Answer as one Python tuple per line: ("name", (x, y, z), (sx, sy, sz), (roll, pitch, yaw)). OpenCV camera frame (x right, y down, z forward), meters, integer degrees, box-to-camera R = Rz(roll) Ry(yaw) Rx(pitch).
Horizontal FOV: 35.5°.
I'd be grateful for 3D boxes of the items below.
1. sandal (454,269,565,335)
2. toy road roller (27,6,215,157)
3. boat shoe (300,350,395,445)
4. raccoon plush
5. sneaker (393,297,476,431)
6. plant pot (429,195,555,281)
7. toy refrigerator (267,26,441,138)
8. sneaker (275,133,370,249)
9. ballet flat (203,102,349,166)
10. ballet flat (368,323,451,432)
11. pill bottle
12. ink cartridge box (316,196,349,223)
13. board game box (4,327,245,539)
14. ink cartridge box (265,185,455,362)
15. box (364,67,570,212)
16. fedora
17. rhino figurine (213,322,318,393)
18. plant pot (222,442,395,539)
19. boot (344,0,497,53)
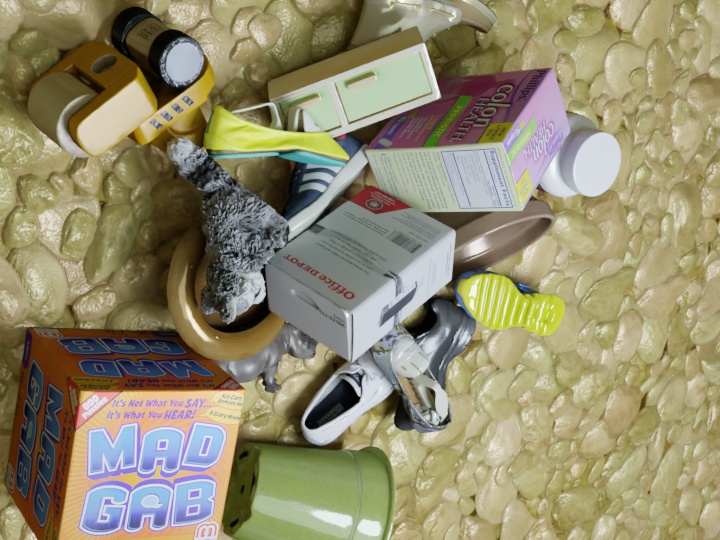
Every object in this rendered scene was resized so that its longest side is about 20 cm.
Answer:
("sandal", (0.206, 0.045, 1.648), (0.198, 0.087, 0.081), (20, 95, -39))
("toy road roller", (-0.250, -0.180, 1.245), (0.199, 0.122, 0.147), (-39, 135, -17))
("boat shoe", (-0.003, 0.159, 1.546), (0.200, 0.073, 0.065), (-49, 163, -11))
("raccoon plush", (-0.173, -0.037, 1.265), (0.199, 0.097, 0.135), (39, 80, -15))
("sneaker", (0.087, 0.131, 1.620), (0.090, 0.076, 0.202), (27, 83, -28))
("plant pot", (0.162, -0.067, 1.551), (0.198, 0.201, 0.094), (-15, 74, -29))
("toy refrigerator", (-0.008, -0.219, 1.371), (0.197, 0.070, 0.077), (-19, 121, 4))
("sneaker", (-0.069, -0.109, 1.398), (0.084, 0.075, 0.200), (41, 53, 0))
("ballet flat", (-0.092, -0.159, 1.305), (0.198, 0.066, 0.068), (0, 94, -38))
("ballet flat", (0.075, 0.140, 1.528), (0.072, 0.072, 0.202), (-37, 117, -17))
("pill bottle", (0.256, -0.166, 1.539), (0.112, 0.199, 0.115), (-12, 113, -29))
("ink cartridge box", (0.005, 0.001, 1.523), (0.198, 0.050, 0.164), (20, 95, -34))
("board game box", (-0.278, 0.196, 1.305), (0.197, 0.199, 0.203), (4, 105, -34))
("ink cartridge box", (0.000, 0.000, 1.368), (0.199, 0.143, 0.085), (-36, 142, -36))
("box", (0.137, -0.164, 1.425), (0.176, 0.197, 0.098), (-53, 132, -40))
("fedora", (-0.169, 0.012, 1.374), (0.199, 0.081, 0.204), (-4, 95, -45))
("rhino figurine", (-0.128, 0.114, 1.465), (0.198, 0.059, 0.089), (-24, 108, -29))
("plant pot", (-0.082, 0.312, 1.506), (0.188, 0.200, 0.203), (20, 95, -24))
("boot", (0.075, -0.298, 1.449), (0.198, 0.073, 0.158), (14, 98, -35))
